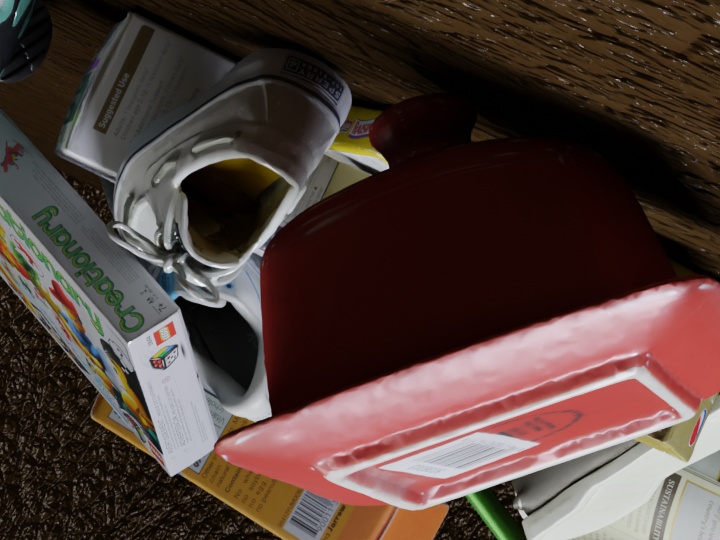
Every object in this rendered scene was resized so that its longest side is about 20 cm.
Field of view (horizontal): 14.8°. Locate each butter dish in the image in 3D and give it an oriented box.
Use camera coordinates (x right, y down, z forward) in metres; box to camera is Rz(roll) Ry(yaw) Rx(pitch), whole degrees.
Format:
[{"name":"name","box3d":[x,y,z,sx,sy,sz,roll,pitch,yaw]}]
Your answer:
[{"name":"butter dish","box3d":[0.042,0.001,1.092,0.199,0.148,0.200,-20,165,12]}]

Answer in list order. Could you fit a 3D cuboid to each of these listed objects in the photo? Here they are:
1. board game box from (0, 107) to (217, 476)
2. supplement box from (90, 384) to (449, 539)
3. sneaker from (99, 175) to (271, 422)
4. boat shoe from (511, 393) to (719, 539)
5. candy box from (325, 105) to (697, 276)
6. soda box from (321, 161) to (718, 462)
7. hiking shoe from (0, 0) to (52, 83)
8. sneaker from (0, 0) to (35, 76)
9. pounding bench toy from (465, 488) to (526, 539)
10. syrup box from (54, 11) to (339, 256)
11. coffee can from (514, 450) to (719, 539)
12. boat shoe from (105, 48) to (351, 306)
[{"name":"board game box","box3d":[-0.150,0.001,1.429,0.200,0.035,0.126,46,161,31]},{"name":"supplement box","box3d":[-0.053,0.105,1.556,0.200,0.069,0.067,32,180,28]},{"name":"sneaker","box3d":[-0.085,-0.002,1.455,0.200,0.075,0.087,55,-160,19]},{"name":"boat shoe","box3d":[0.144,0.070,1.368,0.072,0.060,0.202,-1,152,-43]},{"name":"candy box","box3d":[0.075,-0.026,1.334,0.200,0.026,0.102,27,174,-22]},{"name":"soda box","box3d":[0.072,0.019,1.299,0.200,0.064,0.068,22,176,18]},{"name":"hiking shoe","box3d":[-0.273,-0.154,1.552,0.200,0.076,0.101,25,174,-11]},{"name":"sneaker","box3d":[-0.239,-0.155,1.346,0.140,0.078,0.200,27,168,10]},{"name":"pounding bench toy","box3d":[0.103,0.103,1.684,0.156,0.200,0.124,25,178,-14]},{"name":"syrup box","box3d":[-0.049,-0.052,1.406,0.200,0.082,0.079,25,176,-10]},{"name":"coffee can","box3d":[0.204,0.110,1.476,0.200,0.147,0.146,24,177,25]},{"name":"boat shoe","box3d":[-0.071,-0.024,1.276,0.075,0.086,0.202,31,151,-17]}]
